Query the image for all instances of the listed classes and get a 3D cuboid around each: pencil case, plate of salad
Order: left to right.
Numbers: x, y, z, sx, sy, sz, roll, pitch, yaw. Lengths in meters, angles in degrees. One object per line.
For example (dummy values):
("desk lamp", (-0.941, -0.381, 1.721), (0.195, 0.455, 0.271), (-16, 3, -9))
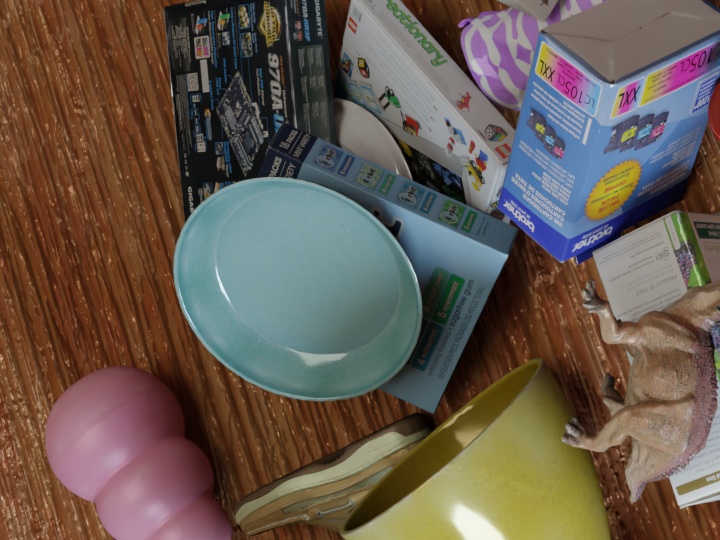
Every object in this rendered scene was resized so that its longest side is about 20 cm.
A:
("plate of salad", (-0.014, -0.042, 1.749), (0.200, 0.048, 0.201), (10, 104, 46))
("pencil case", (0.168, -0.197, 1.596), (0.200, 0.084, 0.086), (-31, 89, 32))

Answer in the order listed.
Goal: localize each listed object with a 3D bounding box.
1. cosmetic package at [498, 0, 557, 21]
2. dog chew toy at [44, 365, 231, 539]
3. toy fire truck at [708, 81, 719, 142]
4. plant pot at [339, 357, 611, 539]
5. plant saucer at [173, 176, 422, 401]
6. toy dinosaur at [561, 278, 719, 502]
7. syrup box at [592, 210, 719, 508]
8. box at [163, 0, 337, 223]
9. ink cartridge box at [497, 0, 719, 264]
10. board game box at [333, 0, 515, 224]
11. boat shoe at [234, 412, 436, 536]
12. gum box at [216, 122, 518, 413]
("cosmetic package", (0.074, -0.268, 1.607), (0.085, 0.107, 0.200), (-57, 37, 1))
("dog chew toy", (-0.184, 0.181, 1.842), (0.125, 0.124, 0.200), (-46, 73, 27))
("toy fire truck", (0.344, -0.128, 1.460), (0.200, 0.112, 0.168), (22, 84, 34))
("plant pot", (0.105, 0.184, 1.594), (0.200, 0.200, 0.142), (-39, 92, 30))
("plant saucer", (-0.044, 0.008, 1.630), (0.199, 0.036, 0.201), (9, 124, 14))
("toy dinosaur", (0.220, 0.079, 1.462), (0.135, 0.086, 0.201), (15, 104, 28))
("syrup box", (0.247, 0.064, 1.539), (0.081, 0.079, 0.201), (-27, 74, 33))
("box", (-0.089, -0.127, 1.747), (0.159, 0.046, 0.201), (-2, 95, 47))
("ink cartridge box", (0.179, -0.097, 1.529), (0.076, 0.136, 0.200), (44, 143, 28))
("board game box", (0.052, -0.116, 1.677), (0.200, 0.035, 0.126), (51, 151, 25))
("boat shoe", (-0.017, 0.188, 1.747), (0.200, 0.072, 0.076), (-29, 85, 33))
("gum box", (0.000, 0.000, 1.660), (0.199, 0.045, 0.170), (24, 126, 2))
